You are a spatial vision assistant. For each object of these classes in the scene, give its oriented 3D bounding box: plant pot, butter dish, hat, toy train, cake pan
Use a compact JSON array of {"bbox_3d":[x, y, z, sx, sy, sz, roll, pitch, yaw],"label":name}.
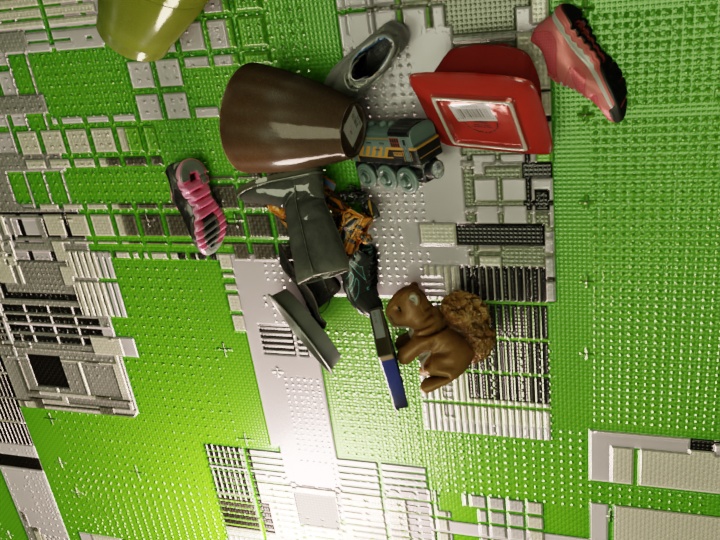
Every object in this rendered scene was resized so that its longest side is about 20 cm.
[{"bbox_3d":[-0.098,-0.244,1.316,0.200,0.187,0.187,10,120,25],"label":"plant pot"},{"bbox_3d":[0.205,-0.286,1.234,0.200,0.148,0.199,11,160,28],"label":"butter dish"},{"bbox_3d":[-0.086,0.014,1.504,0.081,0.201,0.201,-31,106,-9],"label":"hat"},{"bbox_3d":[0.057,-0.199,1.332,0.200,0.085,0.114,15,129,49],"label":"toy train"},{"bbox_3d":[-0.106,0.114,1.542,0.037,0.200,0.200,-39,102,-9],"label":"cake pan"},{"bbox_3d":[-0.354,-0.463,1.325,0.200,0.200,0.193,40,135,-3],"label":"plant pot"}]

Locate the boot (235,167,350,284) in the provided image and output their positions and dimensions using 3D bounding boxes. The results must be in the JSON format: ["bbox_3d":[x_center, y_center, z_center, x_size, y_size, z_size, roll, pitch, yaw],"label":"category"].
[{"bbox_3d":[-0.121,-0.074,1.398,0.182,0.073,0.200,-13,90,21],"label":"boot"}]

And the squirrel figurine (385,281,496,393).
[{"bbox_3d":[0.148,0.101,1.478,0.200,0.142,0.187,-27,95,15],"label":"squirrel figurine"}]

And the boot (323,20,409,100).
[{"bbox_3d":[-0.007,-0.329,1.309,0.074,0.096,0.200,44,122,-6],"label":"boot"}]

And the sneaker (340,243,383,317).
[{"bbox_3d":[0.000,0.000,1.493,0.079,0.075,0.200,-21,108,25],"label":"sneaker"}]

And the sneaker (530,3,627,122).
[{"bbox_3d":[0.337,-0.309,1.223,0.087,0.074,0.200,-27,102,43],"label":"sneaker"}]

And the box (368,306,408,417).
[{"bbox_3d":[0.056,0.179,1.518,0.032,0.121,0.200,-14,134,1],"label":"box"}]

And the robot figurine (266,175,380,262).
[{"bbox_3d":[-0.065,-0.101,1.439,0.200,0.058,0.145,32,99,17],"label":"robot figurine"}]

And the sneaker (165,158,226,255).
[{"bbox_3d":[-0.331,-0.127,1.559,0.095,0.079,0.200,10,121,40],"label":"sneaker"}]
